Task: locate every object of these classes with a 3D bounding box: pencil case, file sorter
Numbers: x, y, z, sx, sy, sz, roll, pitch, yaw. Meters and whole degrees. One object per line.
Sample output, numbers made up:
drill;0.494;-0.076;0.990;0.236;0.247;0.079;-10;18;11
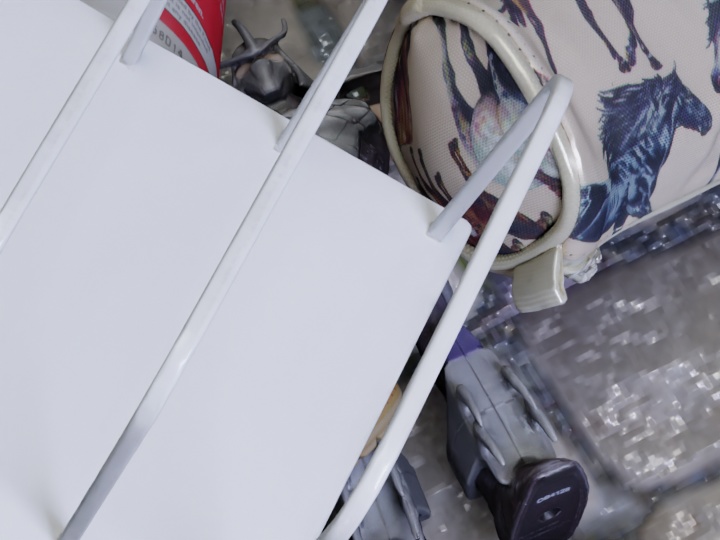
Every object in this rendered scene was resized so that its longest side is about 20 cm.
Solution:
pencil case;0.098;-0.058;0.783;0.200;0.078;0.090;-21;101;-37
file sorter;-0.073;-0.023;0.630;0.200;0.125;0.139;29;64;-3

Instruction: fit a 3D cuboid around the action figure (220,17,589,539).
action figure;0.000;0.000;0.815;0.130;0.069;0.200;-25;63;1

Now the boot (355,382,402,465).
boot;-0.100;0.015;0.706;0.200;0.072;0.166;-26;86;-28

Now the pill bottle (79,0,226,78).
pill bottle;-0.095;-0.096;0.816;0.112;0.112;0.200;0;46;2
